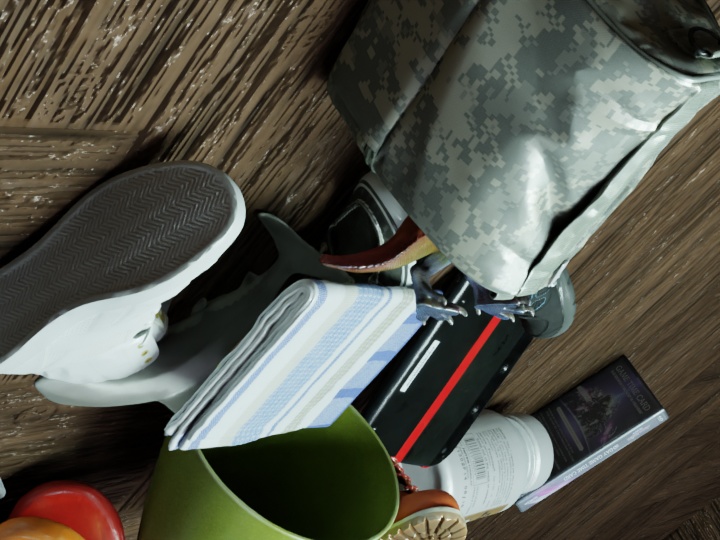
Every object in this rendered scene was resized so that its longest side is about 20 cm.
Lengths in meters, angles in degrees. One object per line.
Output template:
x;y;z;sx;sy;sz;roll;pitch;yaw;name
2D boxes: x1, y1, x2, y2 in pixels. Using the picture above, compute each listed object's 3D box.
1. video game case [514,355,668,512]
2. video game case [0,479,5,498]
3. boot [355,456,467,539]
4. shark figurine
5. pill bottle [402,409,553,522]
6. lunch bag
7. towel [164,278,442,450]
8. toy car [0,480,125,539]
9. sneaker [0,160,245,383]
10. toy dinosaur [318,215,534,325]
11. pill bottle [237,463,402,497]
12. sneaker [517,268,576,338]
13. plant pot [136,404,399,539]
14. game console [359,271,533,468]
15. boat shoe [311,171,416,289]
0.251;0.188;1.555;0.199;0.143;0.019;-33;112;6;video game case
-0.361;0.168;0.900;0.198;0.023;0.183;-27;156;-7;video game case
0.019;0.192;1.088;0.074;0.109;0.200;12;155;-25;boot
-0.102;0.057;0.909;0.213;0.090;0.128;-30;160;-2;shark figurine
0.116;0.210;1.433;0.199;0.115;0.114;-4;145;-46;pill bottle
0.094;-0.102;0.728;0.138;0.169;0.200;-8;148;-41;lunch bag
-0.032;0.060;0.886;0.147;0.024;0.199;-48;159;18;towel
-0.244;0.235;1.024;0.151;0.173;0.200;-65;-175;-20;toy car
-0.136;0.005;0.797;0.198;0.074;0.115;-27;160;17;sneaker
0.086;-0.059;0.845;0.104;0.184;0.199;-11;153;42;toy dinosaur
-0.062;0.205;1.214;0.199;0.112;0.111;-4;145;-46;pill bottle
0.131;-0.001;1.104;0.081;0.074;0.201;-24;145;-6;sneaker
-0.098;0.203;1.037;0.186;0.188;0.201;-2;135;-48;plant pot
0.078;0.090;1.197;0.201;0.031;0.176;-56;147;8;game console
0.000;0.000;0.935;0.063;0.071;0.201;-27;158;-18;boat shoe
